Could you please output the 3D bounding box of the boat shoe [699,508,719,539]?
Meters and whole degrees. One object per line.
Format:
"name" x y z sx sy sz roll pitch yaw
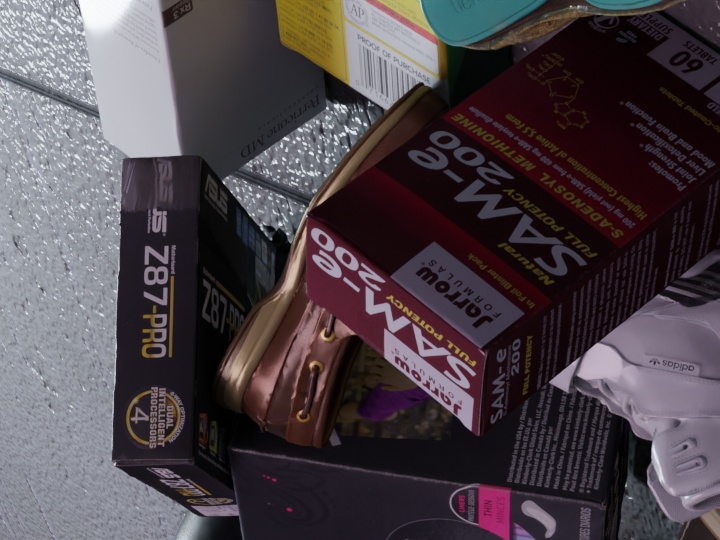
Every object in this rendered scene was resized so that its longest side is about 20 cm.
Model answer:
"boat shoe" 0.245 0.137 1.091 0.200 0.072 0.065 36 109 32

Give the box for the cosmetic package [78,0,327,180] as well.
"cosmetic package" -0.087 -0.150 1.219 0.081 0.113 0.200 35 150 32

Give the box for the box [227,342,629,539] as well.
"box" 0.040 0.104 1.223 0.200 0.106 0.122 8 141 11

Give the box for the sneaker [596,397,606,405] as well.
"sneaker" 0.146 0.041 1.100 0.200 0.087 0.075 38 149 26

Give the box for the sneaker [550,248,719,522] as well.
"sneaker" 0.117 0.050 1.027 0.200 0.115 0.075 0 163 7

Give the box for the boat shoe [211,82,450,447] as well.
"boat shoe" 0.000 0.000 1.129 0.068 0.072 0.200 34 112 10

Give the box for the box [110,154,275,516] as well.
"box" -0.087 0.042 1.230 0.200 0.049 0.162 57 -149 -73

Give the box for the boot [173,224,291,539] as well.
"boot" -0.075 0.082 1.396 0.073 0.198 0.163 8 135 51

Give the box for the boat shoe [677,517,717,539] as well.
"boat shoe" 0.158 0.202 1.160 0.060 0.202 0.072 20 166 -12

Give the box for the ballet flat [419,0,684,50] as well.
"ballet flat" 0.101 -0.141 0.977 0.200 0.071 0.071 -12 112 58

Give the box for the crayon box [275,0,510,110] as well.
"crayon box" 0.011 -0.170 1.102 0.127 0.051 0.200 36 149 31

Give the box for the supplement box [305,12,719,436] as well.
"supplement box" 0.084 -0.030 0.986 0.109 0.200 0.061 38 150 27
